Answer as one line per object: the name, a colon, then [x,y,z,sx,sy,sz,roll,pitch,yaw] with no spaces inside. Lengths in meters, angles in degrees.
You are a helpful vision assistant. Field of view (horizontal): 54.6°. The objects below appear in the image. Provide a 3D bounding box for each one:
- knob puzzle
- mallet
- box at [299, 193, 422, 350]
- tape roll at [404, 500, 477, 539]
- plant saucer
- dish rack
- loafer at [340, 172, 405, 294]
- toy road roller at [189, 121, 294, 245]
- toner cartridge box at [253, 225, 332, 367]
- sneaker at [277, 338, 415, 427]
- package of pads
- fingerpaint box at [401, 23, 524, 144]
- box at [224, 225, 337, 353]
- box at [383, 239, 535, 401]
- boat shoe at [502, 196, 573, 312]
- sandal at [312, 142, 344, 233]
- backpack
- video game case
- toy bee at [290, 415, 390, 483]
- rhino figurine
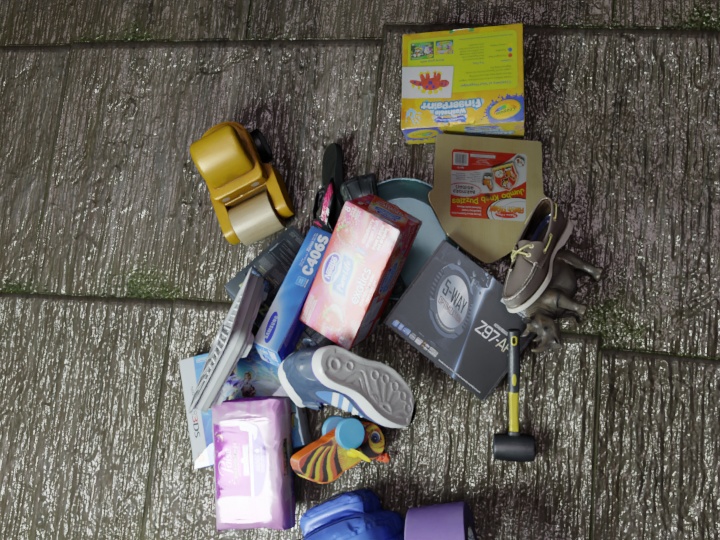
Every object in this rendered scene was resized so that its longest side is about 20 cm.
knob puzzle: [0.202,-0.111,1.118,0.216,0.030,0.224,1,84,-6]
mallet: [0.220,0.189,1.044,0.065,0.041,0.203,-7,96,11]
box: [0.000,0.000,1.024,0.095,0.099,0.202,29,112,16]
tape roll: [0.122,0.430,0.968,0.084,0.200,0.203,-11,78,12]
plant saucer: [0.067,-0.050,1.149,0.197,0.036,0.203,-2,80,14]
dish rack: [-0.195,0.112,1.054,0.043,0.173,0.201,24,127,-11]
loafer: [0.032,-0.061,1.105,0.070,0.068,0.203,-23,78,3]
toy road roller: [-0.210,-0.155,1.176,0.122,0.146,0.202,-25,76,8]
toner cartridge box: [-0.096,0.042,1.067,0.043,0.095,0.202,21,69,10]
sneaker: [-0.029,0.177,1.041,0.146,0.199,0.081,-21,44,48]
package of pads: [-0.166,0.299,1.081,0.119,0.076,0.203,-6,83,12]
fingerpaint box: [0.170,-0.304,1.148,0.197,0.073,0.170,-2,79,14]
box: [-0.101,0.047,1.143,0.200,0.051,0.158,42,73,17]
box: [0.158,0.076,1.080,0.199,0.044,0.161,38,91,3]
boat shoe: [0.256,-0.026,1.042,0.060,0.071,0.201,49,59,-23]
sandal: [-0.057,-0.119,1.170,0.075,0.045,0.203,-27,62,54]
backpack: [-0.019,0.414,1.005,0.161,0.200,0.169,-30,75,8]
video game case: [-0.194,0.218,1.161,0.197,0.045,0.184,-14,78,11]
toy bee: [-0.004,0.269,1.076,0.199,0.131,0.109,-36,99,-6]
rhino figurine: [0.291,0.047,1.032,0.087,0.060,0.201,23,56,19]
